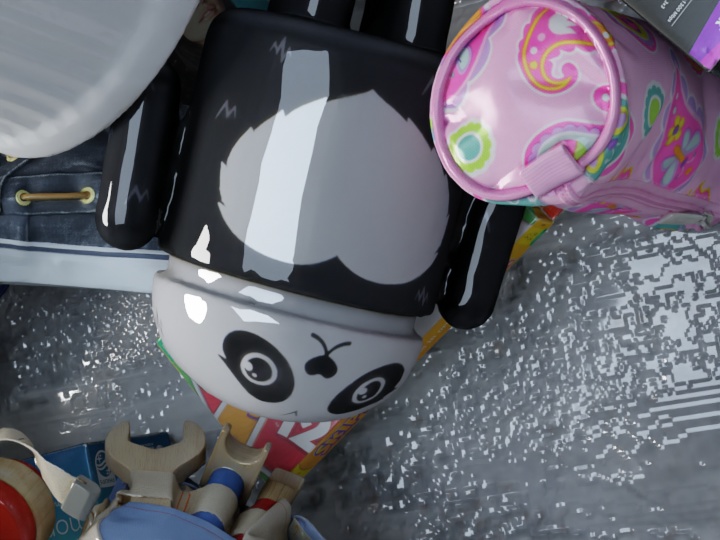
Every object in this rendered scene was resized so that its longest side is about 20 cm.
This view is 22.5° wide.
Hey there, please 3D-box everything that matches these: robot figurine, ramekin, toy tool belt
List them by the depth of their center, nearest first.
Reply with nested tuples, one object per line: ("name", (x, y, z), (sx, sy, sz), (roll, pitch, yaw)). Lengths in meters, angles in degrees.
("ramekin", (-0.153, -0.154, 0.737), (0.199, 0.097, 0.202), (-13, 72, 42))
("robot figurine", (-0.017, -0.037, 0.760), (0.149, 0.125, 0.202), (15, 94, 23))
("toy tool belt", (-0.079, 0.128, 0.803), (0.199, 0.123, 0.125), (30, 116, 2))

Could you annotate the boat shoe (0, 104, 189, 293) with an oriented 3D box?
("boat shoe", (-0.153, -0.039, 0.829), (0.198, 0.071, 0.092), (5, 88, -7))

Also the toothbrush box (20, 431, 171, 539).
("toothbrush box", (-0.156, 0.197, 0.924), (0.145, 0.085, 0.202), (-15, 84, 24))

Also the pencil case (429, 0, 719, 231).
("pencil case", (0.106, -0.060, 0.748), (0.087, 0.200, 0.088), (-2, 86, 29))

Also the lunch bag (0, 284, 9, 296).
("lunch bag", (-0.223, -0.090, 0.897), (0.160, 0.082, 0.201), (24, 104, 8))

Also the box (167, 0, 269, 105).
("box", (-0.048, -0.065, 0.898), (0.082, 0.049, 0.200), (-43, 73, 17))

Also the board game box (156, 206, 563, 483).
("board game box", (0.000, 0.000, 0.835), (0.200, 0.030, 0.096), (-46, 72, 15))

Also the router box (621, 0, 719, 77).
("router box", (0.126, -0.135, 0.738), (0.149, 0.200, 0.051), (44, 107, 18))
